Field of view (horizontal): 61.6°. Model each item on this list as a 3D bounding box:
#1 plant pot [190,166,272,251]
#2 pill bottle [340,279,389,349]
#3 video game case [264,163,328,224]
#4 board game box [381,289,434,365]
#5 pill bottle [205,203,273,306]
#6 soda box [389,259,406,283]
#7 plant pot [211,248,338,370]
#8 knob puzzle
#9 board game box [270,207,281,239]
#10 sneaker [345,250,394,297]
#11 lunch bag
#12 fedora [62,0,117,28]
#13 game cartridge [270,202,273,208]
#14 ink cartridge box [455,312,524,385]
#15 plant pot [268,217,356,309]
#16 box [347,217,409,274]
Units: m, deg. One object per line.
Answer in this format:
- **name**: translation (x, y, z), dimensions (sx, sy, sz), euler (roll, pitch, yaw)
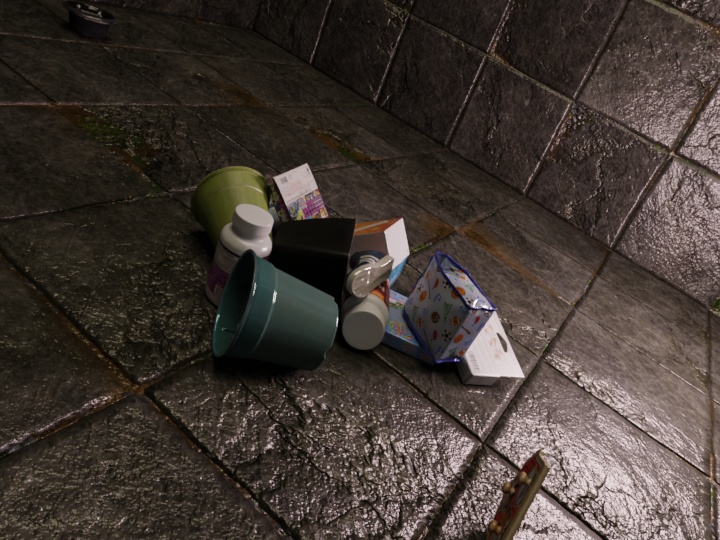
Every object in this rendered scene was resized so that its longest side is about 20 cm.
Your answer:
- **plant pot**: translation (-0.280, -0.097, 1.395), dimensions (0.195, 0.202, 0.193), euler (5, 44, -34)
- **pill bottle**: translation (0.011, 0.083, 1.377), dimensions (0.111, 0.117, 0.202), euler (21, 26, -7)
- **video game case**: translation (-0.150, -0.161, 1.513), dimensions (0.186, 0.035, 0.200), euler (67, 25, -11)
- **board game box**: translation (0.118, 0.132, 1.472), dimensions (0.147, 0.037, 0.201), euler (25, 26, -6)
- **pill bottle**: translation (-0.246, -0.028, 1.248), dimensions (0.109, 0.204, 0.113), euler (19, 26, -10)
- **soda box**: translation (0.062, 0.007, 1.613), dimensions (0.063, 0.069, 0.200), euler (29, 27, 8)
- **plant pot**: translation (-0.156, 0.091, 1.147), dimensions (0.191, 0.203, 0.202), euler (21, 25, -24)
- **knob puzzle**: translation (0.241, 0.376, 0.984), dimensions (0.030, 0.225, 0.219), euler (29, 26, 12)
- **board game box**: translation (-0.166, -0.096, 1.610), dimensions (0.193, 0.057, 0.199), euler (34, 27, 16)
- **sneaker**: translation (0.000, 0.000, 1.325), dimensions (0.083, 0.077, 0.199), euler (24, 19, 20)
- **lunch bag**: translation (0.194, 0.082, 1.397), dimensions (0.121, 0.173, 0.201), euler (7, 33, -40)
- **fedora**: translation (-1.052, -0.965, 2.342), dimensions (0.195, 0.094, 0.202), euler (21, 27, -11)
- **game cartridge**: translation (-0.245, -0.210, 1.772), dimensions (0.195, 0.039, 0.131), euler (3, 38, -39)
- **ink cartridge box**: translation (0.292, 0.182, 1.478), dimensions (0.169, 0.044, 0.204), euler (10, 46, -31)
- **plant pot**: translation (-0.115, -0.003, 1.354), dimensions (0.171, 0.206, 0.202), euler (11, 27, -2)
- **box**: translation (0.009, -0.059, 1.532), dimensions (0.194, 0.101, 0.124), euler (-5, 17, 29)
